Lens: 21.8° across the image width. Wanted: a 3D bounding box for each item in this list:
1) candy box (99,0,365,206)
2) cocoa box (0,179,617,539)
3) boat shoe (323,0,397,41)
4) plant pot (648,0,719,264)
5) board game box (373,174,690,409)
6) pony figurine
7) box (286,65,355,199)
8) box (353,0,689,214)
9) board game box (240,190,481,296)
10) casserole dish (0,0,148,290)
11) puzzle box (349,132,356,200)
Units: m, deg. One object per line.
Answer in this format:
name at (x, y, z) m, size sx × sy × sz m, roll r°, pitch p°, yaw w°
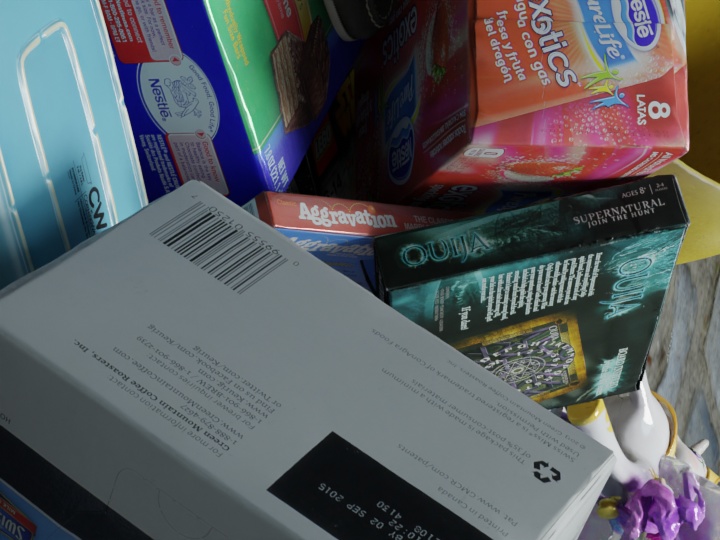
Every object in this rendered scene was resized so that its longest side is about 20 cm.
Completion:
candy box at (-0.055, -0.151, 0.827) m, size 0.201 × 0.076 × 0.170 m, roll -66°, pitch 149°, yaw -45°
cocoa box at (-0.036, 0.089, 0.672) m, size 0.133 × 0.199 × 0.132 m, roll -37°, pitch 154°, yaw -50°
boat shoe at (0.008, -0.199, 0.803) m, size 0.067 × 0.056 × 0.202 m, roll -36°, pitch 125°, yaw -65°
plant pot at (0.174, -0.082, 1.110) m, size 0.142 × 0.199 × 0.201 m, roll -50°, pitch -169°, yaw 46°
board game box at (0.075, 0.024, 0.875) m, size 0.200 × 0.134 × 0.028 m, roll 87°, pitch -11°, yaw -65°
pony figurine at (0.161, 0.125, 1.101) m, size 0.200 × 0.165 × 0.194 m, roll 55°, pitch 37°, yaw -33°
box at (0.001, -0.069, 1.018) m, size 0.200 × 0.040 × 0.138 m, roll -60°, pitch 144°, yaw -48°
box at (0.065, -0.077, 0.848) m, size 0.200 × 0.099 × 0.096 m, roll 145°, pitch -55°, yaw -73°
board game box at (0.000, 0.000, 0.853) m, size 0.199 × 0.103 × 0.020 m, roll 5°, pitch 64°, yaw -45°
casserole dish at (-0.125, -0.045, 0.716) m, size 0.121 × 0.038 × 0.201 m, roll -54°, pitch 141°, yaw -53°
puzzle box at (0.048, -0.038, 0.994) m, size 0.132 × 0.025 × 0.202 m, roll 9°, pitch 83°, yaw -47°
